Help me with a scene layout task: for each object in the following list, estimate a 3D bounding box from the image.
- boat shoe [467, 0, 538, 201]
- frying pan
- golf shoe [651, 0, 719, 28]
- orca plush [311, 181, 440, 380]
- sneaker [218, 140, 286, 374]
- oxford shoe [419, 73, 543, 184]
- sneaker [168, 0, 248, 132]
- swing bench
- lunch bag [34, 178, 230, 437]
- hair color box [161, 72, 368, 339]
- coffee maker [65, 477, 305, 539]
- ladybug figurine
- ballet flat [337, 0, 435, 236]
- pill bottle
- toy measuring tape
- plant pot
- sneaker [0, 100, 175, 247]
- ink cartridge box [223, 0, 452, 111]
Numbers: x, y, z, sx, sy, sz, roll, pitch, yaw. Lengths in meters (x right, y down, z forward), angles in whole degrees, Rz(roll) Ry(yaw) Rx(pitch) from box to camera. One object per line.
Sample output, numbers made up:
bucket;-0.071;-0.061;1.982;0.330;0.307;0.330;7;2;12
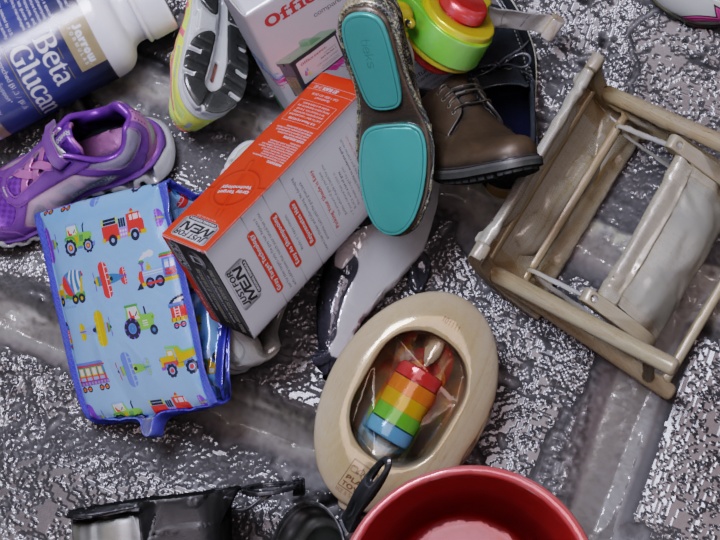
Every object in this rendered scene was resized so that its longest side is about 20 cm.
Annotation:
boat shoe;0.120;-0.163;1.385;0.074;0.062;0.203;-8;77;5
frying pan;-0.027;0.214;1.296;0.115;0.031;0.192;36;110;51
golf shoe;0.343;-0.247;1.368;0.197;0.092;0.074;12;81;9
orca plush;0.000;0.000;1.375;0.104;0.071;0.203;21;83;-37
sneaker;-0.086;-0.013;1.354;0.074;0.081;0.203;8;81;-29
oxford shoe;0.082;-0.116;1.292;0.072;0.200;0.086;-9;105;-25
sneaker;-0.133;-0.210;1.412;0.077;0.090;0.202;25;59;-15
swing bench;0.223;-0.036;1.320;0.199;0.130;0.200;31;83;16
lunch bag;-0.183;0.039;1.333;0.149;0.094;0.203;-11;82;33
hair color box;-0.057;-0.055;1.275;0.061;0.102;0.200;20;58;42
coffee maker;-0.137;0.280;1.272;0.190;0.135;0.203;-9;85;17
ladybug figurine;0.036;0.111;1.326;0.135;0.072;0.201;34;88;1
ballet flat;0.028;-0.130;1.252;0.067;0.075;0.202;1;119;22
pill bottle;-0.266;-0.206;1.402;0.198;0.111;0.112;-28;78;-1
toy measuring tape;0.102;-0.193;1.310;0.198;0.073;0.075;2;75;-37
plant pot;0.082;0.255;1.242;0.197;0.177;0.203;0;81;3
sneaker;-0.264;-0.092;1.387;0.198;0.089;0.081;-25;70;0
ink cartridge box;-0.022;-0.209;1.330;0.144;0.201;0.084;-32;52;-2
